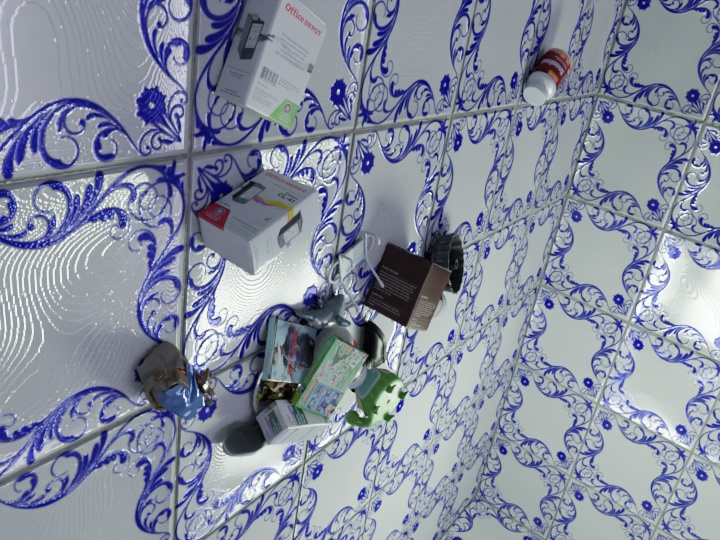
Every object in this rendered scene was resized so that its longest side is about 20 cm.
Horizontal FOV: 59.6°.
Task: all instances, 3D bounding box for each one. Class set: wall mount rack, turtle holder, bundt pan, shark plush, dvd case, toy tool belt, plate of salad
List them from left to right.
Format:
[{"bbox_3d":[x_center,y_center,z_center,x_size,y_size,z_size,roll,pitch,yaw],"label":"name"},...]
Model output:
[{"bbox_3d":[-0.350,0.240,1.246,0.126,0.121,0.202,-51,148,-23],"label":"toy tool belt"},{"bbox_3d":[-0.198,0.290,1.609,0.199,0.047,0.204,-39,141,-39],"label":"plate of salad"},{"bbox_3d":[-0.174,0.205,1.564,0.199,0.021,0.150,26,68,-60],"label":"dvd case"},{"bbox_3d":[-0.112,0.106,1.636,0.196,0.090,0.086,0,90,-41],"label":"shark plush"},{"bbox_3d":[0.000,0.000,1.694,0.199,0.073,0.177,-42,143,-35],"label":"wall mount rack"},{"bbox_3d":[0.044,0.379,1.868,0.139,0.131,0.190,5,112,-51],"label":"turtle holder"},{"bbox_3d":[0.289,-0.024,2.110,0.201,0.074,0.208,2,90,-66],"label":"bundt pan"}]

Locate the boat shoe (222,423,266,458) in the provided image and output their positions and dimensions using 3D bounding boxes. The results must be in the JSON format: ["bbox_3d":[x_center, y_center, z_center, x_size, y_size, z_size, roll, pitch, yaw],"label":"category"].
[{"bbox_3d":[-0.275,0.423,1.559,0.065,0.075,0.201,-44,165,21],"label":"boat shoe"}]

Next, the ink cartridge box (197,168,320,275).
[{"bbox_3d":[-0.195,-0.101,1.227,0.200,0.145,0.087,-43,146,-35],"label":"ink cartridge box"}]

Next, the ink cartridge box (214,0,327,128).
[{"bbox_3d":[-0.159,-0.384,1.141,0.144,0.083,0.205,12,101,-61],"label":"ink cartridge box"}]

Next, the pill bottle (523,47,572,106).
[{"bbox_3d":[0.665,-0.688,2.245,0.202,0.111,0.114,-54,149,-20],"label":"pill bottle"}]

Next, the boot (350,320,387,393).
[{"bbox_3d":[0.008,0.270,1.918,0.162,0.073,0.201,-42,142,-25],"label":"boot"}]

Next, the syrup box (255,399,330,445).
[{"bbox_3d":[-0.172,0.388,1.623,0.081,0.080,0.199,-40,154,16],"label":"syrup box"}]

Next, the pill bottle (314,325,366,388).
[{"bbox_3d":[-0.050,0.247,1.754,0.115,0.112,0.201,-54,149,-19],"label":"pill bottle"}]

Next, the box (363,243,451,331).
[{"bbox_3d":[0.142,0.053,1.874,0.163,0.164,0.204,18,97,-59],"label":"box"}]

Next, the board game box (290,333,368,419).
[{"bbox_3d":[-0.078,0.276,1.622,0.134,0.029,0.203,32,91,-41],"label":"board game box"}]

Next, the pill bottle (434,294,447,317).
[{"bbox_3d":[0.212,0.101,2.083,0.199,0.108,0.112,16,98,-61],"label":"pill bottle"}]
